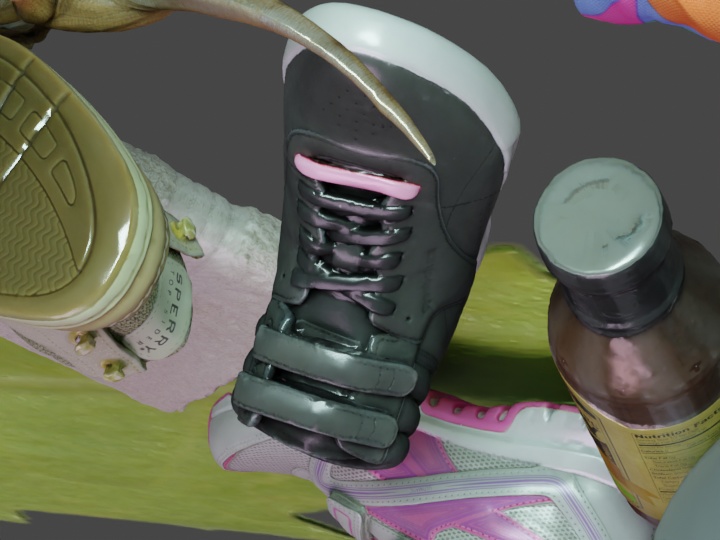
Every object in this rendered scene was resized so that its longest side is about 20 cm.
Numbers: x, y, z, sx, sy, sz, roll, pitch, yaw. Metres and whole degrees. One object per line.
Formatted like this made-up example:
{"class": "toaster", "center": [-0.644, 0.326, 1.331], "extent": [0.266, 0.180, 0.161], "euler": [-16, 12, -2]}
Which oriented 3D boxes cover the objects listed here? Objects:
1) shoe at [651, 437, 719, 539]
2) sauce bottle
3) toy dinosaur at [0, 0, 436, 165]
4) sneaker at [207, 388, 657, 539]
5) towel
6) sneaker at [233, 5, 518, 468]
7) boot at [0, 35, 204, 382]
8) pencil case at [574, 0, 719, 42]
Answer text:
{"class": "shoe", "center": [0.171, 0.077, 0.822], "extent": [0.091, 0.072, 0.200], "euler": [35, 149, -12]}
{"class": "sauce bottle", "center": [0.096, 0.025, 0.898], "extent": [0.064, 0.065, 0.200], "euler": [10, 156, 22]}
{"class": "toy dinosaur", "center": [-0.067, -0.086, 0.775], "extent": [0.106, 0.061, 0.200], "euler": [22, 177, -37]}
{"class": "sneaker", "center": [0.027, 0.089, 1.055], "extent": [0.199, 0.089, 0.081], "euler": [8, 174, 27]}
{"class": "towel", "center": [-0.087, 0.001, 1.037], "extent": [0.132, 0.035, 0.200], "euler": [25, 158, -19]}
{"class": "sneaker", "center": [0.000, 0.000, 0.842], "extent": [0.070, 0.100, 0.200], "euler": [17, 158, 9]}
{"class": "boot", "center": [-0.094, -0.011, 0.834], "extent": [0.199, 0.072, 0.155], "euler": [25, 171, 43]}
{"class": "pencil case", "center": [0.138, -0.074, 0.581], "extent": [0.199, 0.089, 0.088], "euler": [15, 159, 9]}
